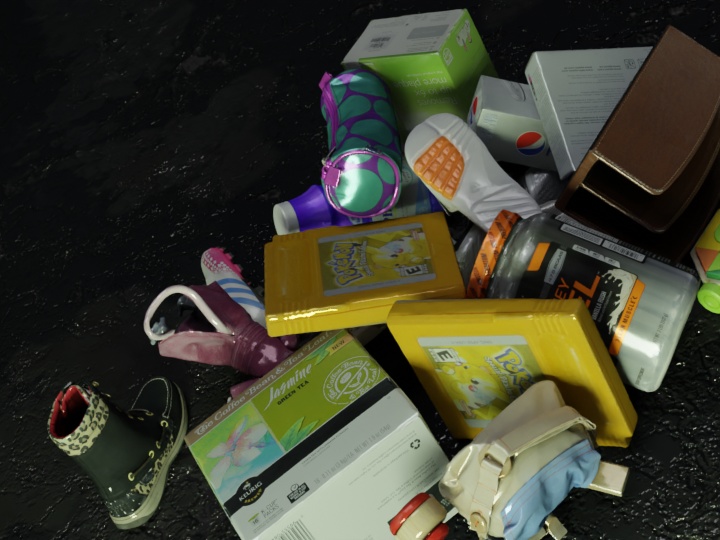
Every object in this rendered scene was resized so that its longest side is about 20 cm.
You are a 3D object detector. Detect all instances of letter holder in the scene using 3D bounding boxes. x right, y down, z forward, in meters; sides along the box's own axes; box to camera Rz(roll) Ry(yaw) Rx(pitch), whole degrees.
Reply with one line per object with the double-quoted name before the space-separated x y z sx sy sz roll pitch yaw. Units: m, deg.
"letter holder" 0.308 -0.117 1.366 0.141 0.101 0.201 33 58 5

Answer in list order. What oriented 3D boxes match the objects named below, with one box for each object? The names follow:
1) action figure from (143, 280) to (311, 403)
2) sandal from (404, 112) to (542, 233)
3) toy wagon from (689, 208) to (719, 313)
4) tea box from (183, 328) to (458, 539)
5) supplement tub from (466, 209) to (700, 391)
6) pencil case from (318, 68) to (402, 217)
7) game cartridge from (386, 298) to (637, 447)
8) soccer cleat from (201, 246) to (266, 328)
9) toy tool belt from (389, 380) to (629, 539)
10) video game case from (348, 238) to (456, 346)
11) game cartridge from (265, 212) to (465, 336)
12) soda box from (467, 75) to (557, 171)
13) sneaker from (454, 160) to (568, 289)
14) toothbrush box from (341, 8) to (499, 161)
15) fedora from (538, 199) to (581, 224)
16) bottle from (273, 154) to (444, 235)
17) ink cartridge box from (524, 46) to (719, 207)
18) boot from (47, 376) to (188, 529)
"action figure" -0.122 0.077 1.521 0.198 0.149 0.135 25 73 13
"sandal" 0.119 -0.082 1.458 0.079 0.059 0.207 -34 57 -8
"toy wagon" 0.420 -0.018 1.319 0.199 0.040 0.156 11 54 45
"tea box" -0.034 0.191 1.333 0.199 0.134 0.197 -37 34 -7
"supplement tub" 0.208 0.023 1.295 0.198 0.123 0.123 22 56 14
"pencil case" -0.003 -0.146 1.528 0.085 0.092 0.201 -57 20 28
"game cartridge" 0.142 0.097 1.275 0.198 0.177 0.033 -1 44 37
"soccer cleat" -0.165 0.036 1.671 0.086 0.070 0.200 -38 36 -9
"toy tool belt" 0.135 0.201 1.201 0.200 0.125 0.123 -39 73 -23
"video game case" 0.009 -0.002 1.627 0.181 0.023 0.200 -38 37 -8
"game cartridge" 0.000 0.000 1.419 0.197 0.033 0.177 -7 28 -1
"soda box" 0.219 -0.154 1.520 0.198 0.064 0.069 11 41 -6
"sneaker" 0.141 -0.056 1.549 0.200 0.076 0.113 -43 36 -24
"toothbrush box" 0.091 -0.202 1.646 0.144 0.201 0.086 3 48 38
"fedora" 0.215 -0.015 1.425 0.199 0.091 0.177 -33 35 -2
"bottle" -0.001 -0.077 1.580 0.198 0.085 0.065 -15 8 -20
"ink cartridge box" 0.292 -0.148 1.463 0.194 0.043 0.202 -4 62 -16
"boot" -0.265 0.162 1.525 0.073 0.154 0.205 -15 39 22
